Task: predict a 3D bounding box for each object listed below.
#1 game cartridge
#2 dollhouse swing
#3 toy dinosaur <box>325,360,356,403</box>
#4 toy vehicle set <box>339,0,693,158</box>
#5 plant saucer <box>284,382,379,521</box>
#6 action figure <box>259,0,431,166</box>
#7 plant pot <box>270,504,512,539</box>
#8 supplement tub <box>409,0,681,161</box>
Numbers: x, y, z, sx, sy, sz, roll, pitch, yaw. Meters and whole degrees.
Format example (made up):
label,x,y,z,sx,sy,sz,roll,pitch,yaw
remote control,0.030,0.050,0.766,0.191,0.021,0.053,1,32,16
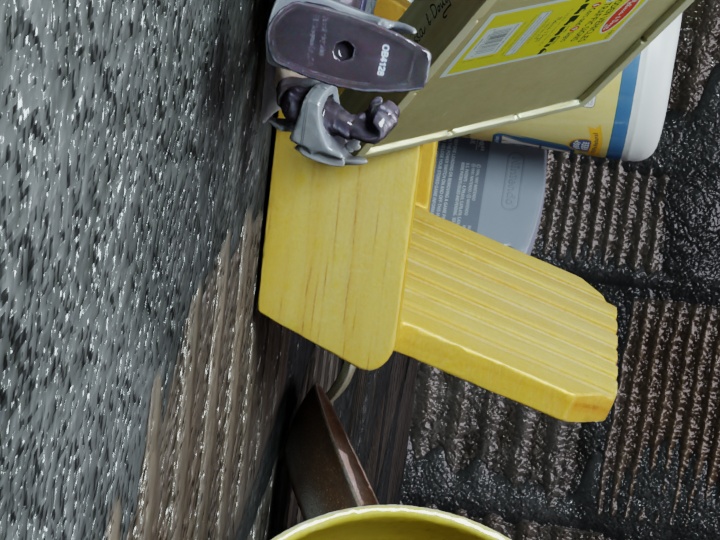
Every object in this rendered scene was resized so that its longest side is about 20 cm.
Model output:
label,x,y,z,sx,sy,sz,roll,pitch,yaw
game cartridge,0.062,-0.059,1.365,0.041,0.133,0.200,85,14,-56
dollhouse swing,0.053,-0.045,0.969,0.200,0.175,0.182,-67,166,-70
toy dinosaur,0.000,0.000,1.255,0.088,0.047,0.200,105,-1,-63
toy vehicle set,0.078,-0.108,0.784,0.027,0.124,0.200,69,-27,13
plant saucer,0.000,0.163,1.132,0.200,0.037,0.201,156,-90,-90
action figure,-0.010,-0.103,0.731,0.200,0.069,0.131,-82,171,-83
plant pot,0.001,0.218,0.839,0.142,0.199,0.201,126,-22,-60
supplement tub,0.105,-0.155,1.288,0.145,0.199,0.145,9,90,-85
